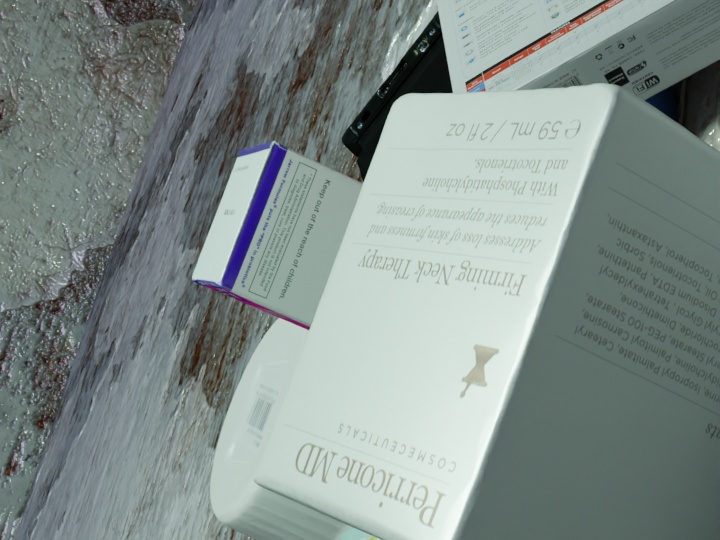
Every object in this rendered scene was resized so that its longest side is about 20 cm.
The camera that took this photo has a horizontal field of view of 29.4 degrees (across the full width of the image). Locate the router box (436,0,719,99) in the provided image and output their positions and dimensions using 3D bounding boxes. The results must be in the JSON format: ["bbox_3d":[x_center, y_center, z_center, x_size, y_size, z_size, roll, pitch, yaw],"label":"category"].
[{"bbox_3d":[0.144,-0.167,0.808,0.199,0.049,0.180,-28,36,20],"label":"router box"}]

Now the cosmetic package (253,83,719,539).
[{"bbox_3d":[0.086,0.042,0.624,0.167,0.166,0.201,8,75,58],"label":"cosmetic package"}]

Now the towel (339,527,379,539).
[{"bbox_3d":[-0.015,0.237,0.846,0.172,0.048,0.200,-60,2,-20],"label":"towel"}]

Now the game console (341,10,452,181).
[{"bbox_3d":[0.080,-0.142,1.192,0.176,0.116,0.200,-41,-4,-43],"label":"game console"}]

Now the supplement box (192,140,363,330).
[{"bbox_3d":[0.000,0.000,0.937,0.104,0.199,0.101,-69,16,-5],"label":"supplement box"}]

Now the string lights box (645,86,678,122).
[{"bbox_3d":[0.144,-0.092,0.856,0.103,0.059,0.201,-52,23,39],"label":"string lights box"}]

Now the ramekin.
[{"bbox_3d":[-0.040,0.125,1.071,0.201,0.097,0.201,-55,20,32],"label":"ramekin"}]
